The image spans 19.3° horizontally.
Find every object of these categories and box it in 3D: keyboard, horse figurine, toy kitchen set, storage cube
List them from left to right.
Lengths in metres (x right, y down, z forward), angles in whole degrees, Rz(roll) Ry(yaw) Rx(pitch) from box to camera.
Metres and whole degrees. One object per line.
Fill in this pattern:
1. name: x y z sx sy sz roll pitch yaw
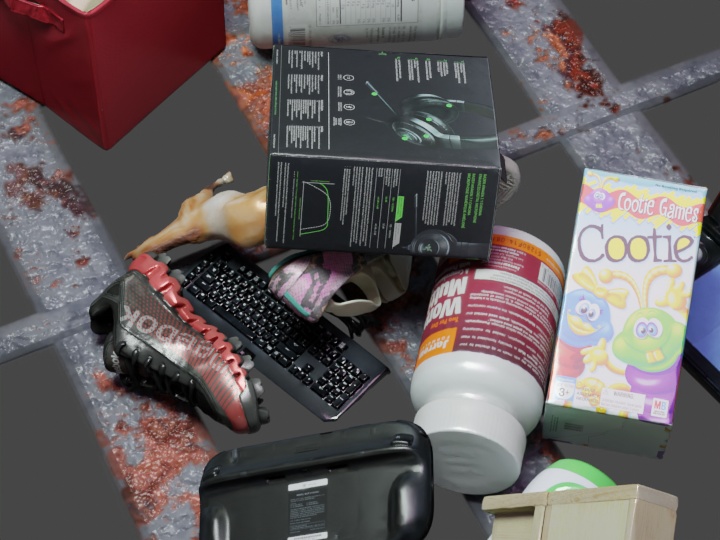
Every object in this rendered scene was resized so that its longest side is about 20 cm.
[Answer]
1. storage cube: -0.238 -0.255 1.918 0.170 0.181 0.200 32 58 22
2. horse figurine: -0.096 -0.050 1.803 0.199 0.050 0.132 -1 24 40
3. keyboard: -0.063 0.035 1.788 0.199 0.040 0.104 37 62 23
4. toy kitchen set: 0.201 0.259 1.495 0.199 0.180 0.165 19 72 -30

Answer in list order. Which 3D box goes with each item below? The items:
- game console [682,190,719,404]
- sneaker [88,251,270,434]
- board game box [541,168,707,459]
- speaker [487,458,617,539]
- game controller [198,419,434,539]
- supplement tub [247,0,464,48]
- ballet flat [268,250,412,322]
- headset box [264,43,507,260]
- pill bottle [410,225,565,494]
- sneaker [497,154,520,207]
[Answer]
1. game console: 0.337 0.009 1.758 0.172 0.119 0.200 -31 58 -21
2. sneaker: -0.154 0.073 1.739 0.097 0.071 0.200 -30 57 -21
3. board game box: 0.213 0.036 1.713 0.102 0.105 0.202 9 71 6
4. speaker: 0.124 0.238 1.607 0.088 0.089 0.200 29 58 20
5. game controller: -0.037 0.178 1.643 0.198 0.042 0.105 -12 69 21
6. supplement tub: -0.007 -0.275 1.964 0.198 0.133 0.133 -4 53 -3
7. ballet flat: 0.000 0.000 1.781 0.071 0.069 0.199 54 38 7
8. headset box: 0.022 -0.099 1.730 0.198 0.093 0.175 2 36 -4
9. pill bottle: 0.100 0.072 1.716 0.108 0.110 0.201 9 53 7
10. sneaker: 0.043 -0.104 1.874 0.198 0.075 0.085 6 40 -3
